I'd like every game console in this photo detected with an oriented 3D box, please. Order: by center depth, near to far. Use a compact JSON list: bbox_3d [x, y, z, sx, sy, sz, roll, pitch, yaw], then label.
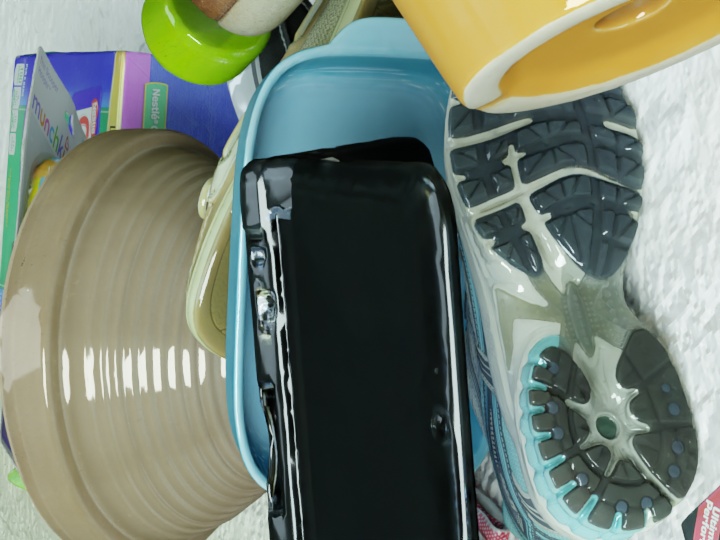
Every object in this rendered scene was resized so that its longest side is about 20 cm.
[{"bbox_3d":[0.028,0.057,0.803,0.116,0.176,0.200,0,97,30],"label":"game console"}]

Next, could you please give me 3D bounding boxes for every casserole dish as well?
[{"bbox_3d":[0.000,0.000,0.911,0.039,0.121,0.200,16,104,62],"label":"casserole dish"}]

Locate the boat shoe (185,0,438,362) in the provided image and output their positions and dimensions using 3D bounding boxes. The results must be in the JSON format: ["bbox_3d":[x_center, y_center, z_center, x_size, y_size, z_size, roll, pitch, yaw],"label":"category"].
[{"bbox_3d":[-0.018,-0.054,0.954,0.063,0.073,0.201,8,71,60],"label":"boat shoe"}]

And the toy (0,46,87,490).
[{"bbox_3d":[-0.130,0.009,1.085,0.115,0.047,0.200,75,-161,-63],"label":"toy"}]

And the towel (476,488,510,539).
[{"bbox_3d":[0.007,0.157,1.002,0.146,0.030,0.200,51,133,53],"label":"towel"}]

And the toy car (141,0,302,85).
[{"bbox_3d":[-0.076,-0.207,0.966,0.164,0.200,0.158,-40,15,51],"label":"toy car"}]

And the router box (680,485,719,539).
[{"bbox_3d":[0.173,0.088,0.600,0.200,0.062,0.150,124,140,-49],"label":"router box"}]

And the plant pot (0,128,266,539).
[{"bbox_3d":[-0.070,0.035,1.044,0.093,0.201,0.201,1,89,28],"label":"plant pot"}]

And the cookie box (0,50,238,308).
[{"bbox_3d":[-0.135,-0.033,1.268,0.200,0.075,0.172,-171,85,-64],"label":"cookie box"}]

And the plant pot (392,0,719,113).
[{"bbox_3d":[0.060,-0.159,0.745,0.200,0.200,0.184,-38,70,59],"label":"plant pot"}]

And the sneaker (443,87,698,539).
[{"bbox_3d":[0.059,0.008,0.843,0.086,0.077,0.200,135,133,-60],"label":"sneaker"}]

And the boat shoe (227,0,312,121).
[{"bbox_3d":[-0.012,-0.052,1.028,0.057,0.069,0.200,-31,54,26],"label":"boat shoe"}]
